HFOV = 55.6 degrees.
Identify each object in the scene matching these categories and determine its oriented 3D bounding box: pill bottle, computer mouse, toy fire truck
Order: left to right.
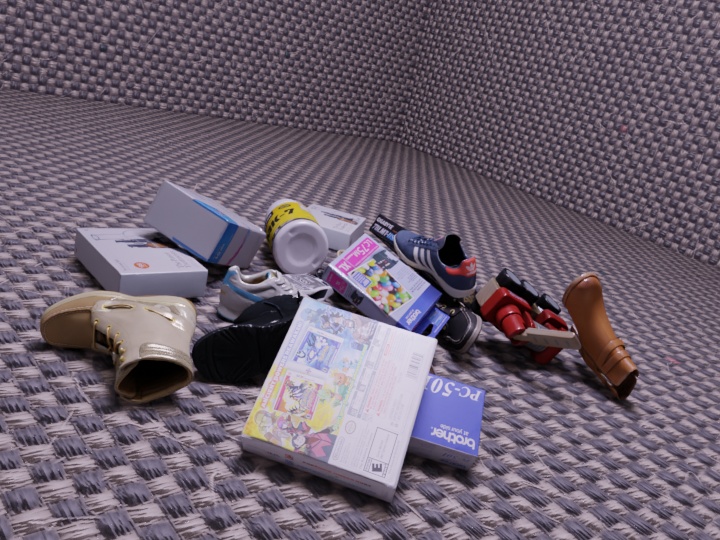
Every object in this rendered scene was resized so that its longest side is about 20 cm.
[{"bbox_3d":[-0.140,-0.075,1.417,0.112,0.117,0.200,8,18,-19],"label":"pill bottle"},{"bbox_3d":[-0.091,0.036,1.240,0.108,0.045,0.199,29,16,26],"label":"computer mouse"},{"bbox_3d":[0.309,0.104,1.183,0.174,0.129,0.202,29,26,-30],"label":"toy fire truck"}]

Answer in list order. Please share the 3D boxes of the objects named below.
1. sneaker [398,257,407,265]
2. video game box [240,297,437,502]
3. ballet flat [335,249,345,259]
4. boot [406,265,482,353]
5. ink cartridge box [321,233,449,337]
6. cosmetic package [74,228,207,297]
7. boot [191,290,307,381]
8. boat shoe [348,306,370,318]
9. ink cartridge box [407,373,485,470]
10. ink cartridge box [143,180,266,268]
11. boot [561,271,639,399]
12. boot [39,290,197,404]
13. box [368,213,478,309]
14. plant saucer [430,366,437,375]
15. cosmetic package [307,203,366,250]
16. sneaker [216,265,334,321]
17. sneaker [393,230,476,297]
[{"bbox_3d":[0.045,0.014,1.356,0.083,0.074,0.200,18,19,4],"label":"sneaker"},{"bbox_3d":[-0.019,0.143,0.800,0.178,0.047,0.202,18,51,7],"label":"video game box"},{"bbox_3d":[0.000,0.000,1.207,0.066,0.064,0.199,7,7,-30],"label":"ballet flat"},{"bbox_3d":[0.127,0.063,1.199,0.149,0.074,0.200,33,11,-11],"label":"boot"},{"bbox_3d":[0.048,0.035,1.095,0.199,0.042,0.119,40,44,9],"label":"ink cartridge box"},{"bbox_3d":[-0.366,-0.014,1.133,0.148,0.053,0.199,-5,26,-42],"label":"cosmetic package"},{"bbox_3d":[-0.150,0.087,0.977,0.194,0.075,0.162,-15,13,-18],"label":"boot"},{"bbox_3d":[0.008,0.081,1.120,0.075,0.076,0.198,25,20,33],"label":"boat shoe"},{"bbox_3d":[0.053,0.171,0.855,0.195,0.045,0.095,17,50,1],"label":"ink cartridge box"},{"bbox_3d":[-0.276,-0.078,1.244,0.143,0.086,0.200,31,4,11],"label":"ink cartridge box"},{"bbox_3d":[0.413,0.110,1.154,0.072,0.202,0.156,-25,45,1],"label":"boot"},{"bbox_3d":[-0.302,0.095,0.842,0.195,0.074,0.156,1,28,-14],"label":"boot"},{"bbox_3d":[0.134,-0.019,1.428,0.199,0.050,0.198,39,-2,-36],"label":"box"},{"bbox_3d":[0.013,0.146,0.968,0.195,0.033,0.201,11,26,-6],"label":"plant saucer"},{"bbox_3d":[-0.077,-0.106,1.671,0.147,0.053,0.200,14,17,7],"label":"cosmetic package"},{"bbox_3d":[-0.129,0.048,1.105,0.195,0.083,0.077,11,16,-16],"label":"sneaker"},{"bbox_3d":[0.135,-0.039,1.218,0.074,0.086,0.199,-24,44,-32],"label":"sneaker"}]
